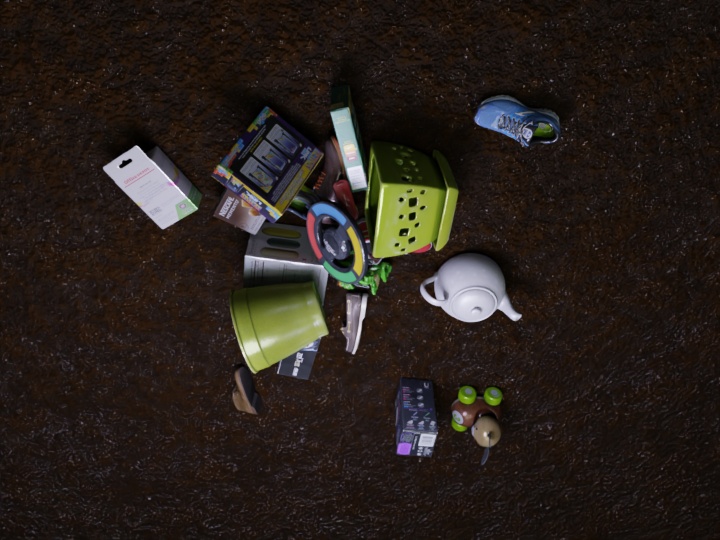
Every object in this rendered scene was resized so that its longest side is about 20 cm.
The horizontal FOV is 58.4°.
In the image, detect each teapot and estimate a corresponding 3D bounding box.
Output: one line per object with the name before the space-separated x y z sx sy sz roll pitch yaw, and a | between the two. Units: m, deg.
teapot | 0.282 0.062 1.662 0.199 0.146 0.198 -23 125 19

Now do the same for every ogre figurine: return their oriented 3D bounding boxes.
ogre figurine | 0.000 0.000 1.608 0.119 0.200 0.099 11 123 16

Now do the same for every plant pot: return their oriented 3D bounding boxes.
plant pot | -0.179 0.114 1.494 0.192 0.201 0.201 -16 128 -2
plant pot | 0.112 -0.160 1.456 0.180 0.199 0.201 1 129 -8

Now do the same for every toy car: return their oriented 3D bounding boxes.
toy car | 0.364 0.481 1.964 0.157 0.200 0.165 3 129 -3

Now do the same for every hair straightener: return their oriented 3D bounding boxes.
hair straightener | -0.013 -0.106 1.437 0.041 0.077 0.201 -23 100 -1

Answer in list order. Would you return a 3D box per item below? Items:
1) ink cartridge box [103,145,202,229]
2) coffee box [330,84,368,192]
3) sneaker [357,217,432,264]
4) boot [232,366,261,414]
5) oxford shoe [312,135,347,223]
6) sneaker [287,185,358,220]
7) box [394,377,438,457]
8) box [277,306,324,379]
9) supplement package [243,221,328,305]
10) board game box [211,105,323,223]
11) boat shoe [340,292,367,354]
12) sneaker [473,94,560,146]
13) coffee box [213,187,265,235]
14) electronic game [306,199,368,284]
ink cartridge box | -0.480 -0.205 1.496 0.117 0.067 0.200 -25 126 20
coffee box | -0.022 -0.285 1.398 0.044 0.123 0.201 -10 127 8
sneaker | 0.084 -0.060 1.584 0.199 0.113 0.071 13 128 -10
boot | -0.363 0.369 1.962 0.075 0.074 0.201 1 132 12
oxford shoe | -0.070 -0.201 1.456 0.072 0.071 0.201 -8 108 -13
sneaker | -0.102 -0.147 1.535 0.199 0.081 0.074 13 128 -10
box | 0.163 0.438 1.929 0.105 0.200 0.123 5 129 -5
box | -0.154 0.154 1.700 0.086 0.200 0.164 12 128 -9
supplement package | -0.181 -0.011 1.599 0.199 0.152 0.151 7 128 -5
board game box | -0.194 -0.228 1.377 0.165 0.200 0.057 39 147 -14
boat shoe | -0.023 0.144 1.778 0.059 0.072 0.201 10 125 0
sneaker | 0.343 -0.320 1.391 0.199 0.089 0.079 8 127 -6
coffee box | -0.246 -0.195 1.496 0.114 0.080 0.200 26 124 -19
electronic game | -0.053 -0.062 1.424 0.042 0.200 0.201 -30 138 -32
